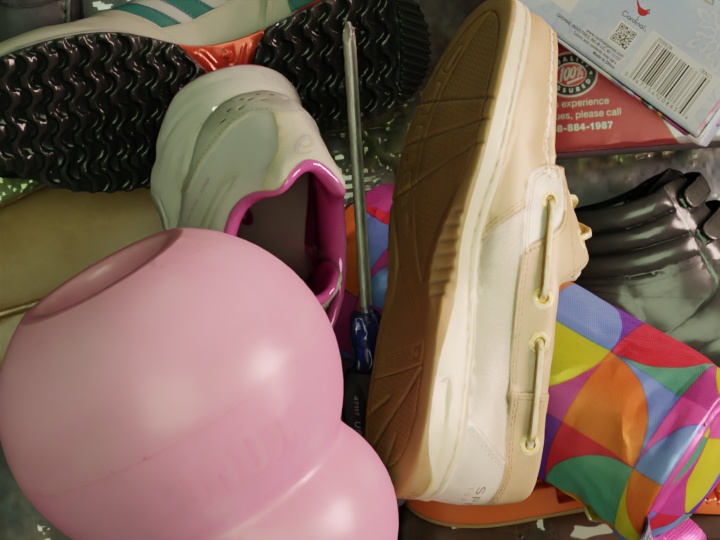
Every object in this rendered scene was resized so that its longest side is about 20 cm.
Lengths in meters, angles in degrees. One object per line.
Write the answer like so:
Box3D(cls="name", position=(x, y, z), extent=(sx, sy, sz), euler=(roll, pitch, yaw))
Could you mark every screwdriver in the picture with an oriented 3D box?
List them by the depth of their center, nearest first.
Box3D(cls="screwdriver", position=(0.000, 0.000, 0.784), extent=(0.028, 0.029, 0.200), euler=(-9, 97, -23))

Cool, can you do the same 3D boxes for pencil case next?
Box3D(cls="pencil case", position=(0.066, 0.042, 0.814), extent=(0.200, 0.088, 0.088), euler=(33, 87, 23))

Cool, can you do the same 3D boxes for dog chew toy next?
Box3D(cls="dog chew toy", position=(-0.044, 0.087, 0.699), extent=(0.125, 0.125, 0.200), euler=(-30, 102, -4))

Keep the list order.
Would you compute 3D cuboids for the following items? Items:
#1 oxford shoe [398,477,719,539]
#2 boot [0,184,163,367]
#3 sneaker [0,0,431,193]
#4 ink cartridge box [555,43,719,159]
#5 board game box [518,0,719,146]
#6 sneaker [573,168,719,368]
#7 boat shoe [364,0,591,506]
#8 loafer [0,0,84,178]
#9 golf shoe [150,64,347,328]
Box3D(cls="oxford shoe", position=(0.114, 0.110, 0.872), extent=(0.200, 0.071, 0.073), euler=(1, 119, -7))
Box3D(cls="boot", position=(-0.124, 0.041, 0.844), extent=(0.200, 0.066, 0.175), euler=(-17, 92, -5))
Box3D(cls="sneaker", position=(-0.075, -0.087, 0.832), extent=(0.200, 0.093, 0.070), euler=(-14, 110, -12))
Box3D(cls="ink cartridge box", position=(0.127, -0.152, 0.838), extent=(0.146, 0.083, 0.200), euler=(-4, 91, 11))
Box3D(cls="board game box", position=(0.117, -0.187, 0.773), extent=(0.200, 0.041, 0.200), euler=(39, 100, 10))
Box3D(cls="sneaker", position=(0.175, 0.001, 0.862), extent=(0.200, 0.071, 0.099), euler=(-6, 96, 0))
Box3D(cls="boat shoe", position=(0.053, -0.005, 0.754), extent=(0.069, 0.074, 0.200), euler=(15, 81, -24))
Box3D(cls="loafer", position=(-0.156, -0.141, 0.835), extent=(0.068, 0.070, 0.201), euler=(0, 90, 2))
Box3D(cls="golf shoe", position=(-0.048, 0.022, 0.781), extent=(0.075, 0.092, 0.200), euler=(-9, 119, -26))
